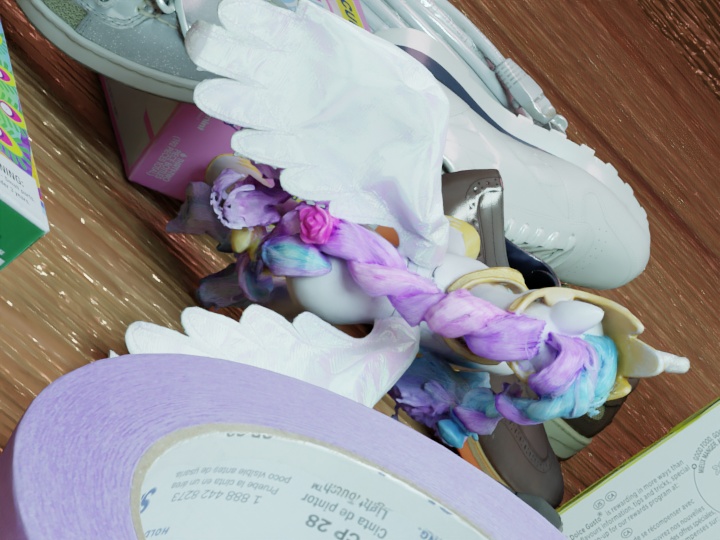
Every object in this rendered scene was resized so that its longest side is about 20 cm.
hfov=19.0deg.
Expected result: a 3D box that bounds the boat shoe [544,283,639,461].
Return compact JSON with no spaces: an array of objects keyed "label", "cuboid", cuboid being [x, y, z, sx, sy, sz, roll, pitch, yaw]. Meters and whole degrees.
[{"label":"boat shoe","cuboid":[0.077,0.029,1.092,0.202,0.075,0.075,33,25,-52]}]

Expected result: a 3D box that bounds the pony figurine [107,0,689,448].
[{"label":"pony figurine","cuboid":[0.000,0.000,0.781,0.193,0.167,0.200,16,2,-21]}]

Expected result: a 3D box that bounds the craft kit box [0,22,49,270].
[{"label":"craft kit box","cuboid":[-0.192,-0.111,0.674,0.200,0.049,0.198,40,17,-41]}]

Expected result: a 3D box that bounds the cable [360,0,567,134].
[{"label":"cable","cuboid":[0.011,-0.118,1.156,0.200,0.069,0.200,43,-1,-5]}]

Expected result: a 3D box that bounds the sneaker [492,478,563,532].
[{"label":"sneaker","cuboid":[0.016,0.113,0.769,0.079,0.075,0.200,34,12,5]}]

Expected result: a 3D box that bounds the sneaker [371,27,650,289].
[{"label":"sneaker","cuboid":[0.061,-0.033,1.038,0.200,0.076,0.081,30,41,-28]}]

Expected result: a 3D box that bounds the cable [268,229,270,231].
[{"label":"cable","cuboid":[-0.023,-0.050,1.017,0.097,0.050,0.200,54,15,9]}]

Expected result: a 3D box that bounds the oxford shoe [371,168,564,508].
[{"label":"oxford shoe","cuboid":[0.067,0.040,0.986,0.071,0.072,0.200,-106,172,-53]}]

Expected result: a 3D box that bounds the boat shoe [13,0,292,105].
[{"label":"boat shoe","cuboid":[-0.105,-0.136,0.832,0.202,0.065,0.074,38,43,11]}]

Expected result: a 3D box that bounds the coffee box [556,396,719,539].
[{"label":"coffee box","cuboid":[0.231,0.147,1.042,0.198,0.200,0.200,56,15,13]}]

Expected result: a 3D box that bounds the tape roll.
[{"label":"tape roll","cuboid":[-0.010,0.106,0.549,0.200,0.066,0.200,25,22,-11]}]

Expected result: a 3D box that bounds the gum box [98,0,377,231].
[{"label":"gum box","cuboid":[-0.057,-0.105,0.958,0.113,0.066,0.200,21,31,-33]}]
